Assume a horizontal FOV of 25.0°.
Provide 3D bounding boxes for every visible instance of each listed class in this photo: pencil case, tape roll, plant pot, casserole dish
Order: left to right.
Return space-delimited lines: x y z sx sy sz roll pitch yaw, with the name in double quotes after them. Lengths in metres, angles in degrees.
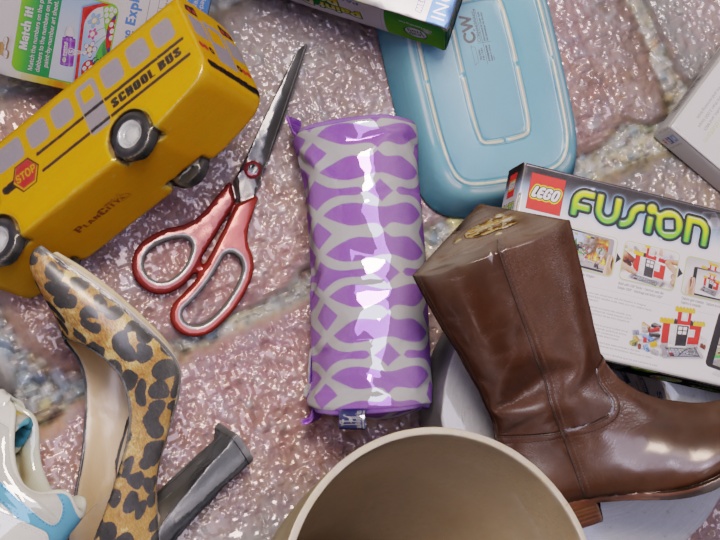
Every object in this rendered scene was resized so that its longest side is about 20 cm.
0.000 0.000 1.027 0.085 0.084 0.202 -4 83 22 "pencil case"
0.010 0.200 0.938 0.186 0.200 0.189 6 73 -20 "plant pot"
0.081 -0.130 1.074 0.120 0.039 0.202 -12 86 -12 "casserole dish"
0.141 0.094 1.050 0.199 0.066 0.202 1 84 -11 "tape roll"

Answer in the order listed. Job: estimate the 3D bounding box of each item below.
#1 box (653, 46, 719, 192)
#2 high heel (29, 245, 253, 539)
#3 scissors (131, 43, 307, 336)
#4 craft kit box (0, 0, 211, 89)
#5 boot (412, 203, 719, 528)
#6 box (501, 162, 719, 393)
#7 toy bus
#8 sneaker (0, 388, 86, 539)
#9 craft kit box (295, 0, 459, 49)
0.321 -0.087 1.117 0.200 0.036 0.145 39 79 -6 "box"
-0.168 0.096 0.969 0.143 0.071 0.200 -44 114 -17 "high heel"
-0.070 -0.050 1.051 0.073 0.014 0.200 38 78 -3 "scissors"
-0.179 -0.208 0.972 0.196 0.049 0.201 12 119 -10 "craft kit box"
0.145 0.041 0.954 0.185 0.064 0.201 -22 105 0 "boot"
0.181 0.010 1.014 0.198 0.035 0.111 13 82 -9 "box"
-0.157 -0.069 0.974 0.199 0.065 0.079 -36 62 16 "toy bus"
-0.239 0.091 0.955 0.081 0.077 0.200 -37 76 -4 "sneaker"
-0.006 -0.266 1.040 0.196 0.049 0.201 19 81 4 "craft kit box"
